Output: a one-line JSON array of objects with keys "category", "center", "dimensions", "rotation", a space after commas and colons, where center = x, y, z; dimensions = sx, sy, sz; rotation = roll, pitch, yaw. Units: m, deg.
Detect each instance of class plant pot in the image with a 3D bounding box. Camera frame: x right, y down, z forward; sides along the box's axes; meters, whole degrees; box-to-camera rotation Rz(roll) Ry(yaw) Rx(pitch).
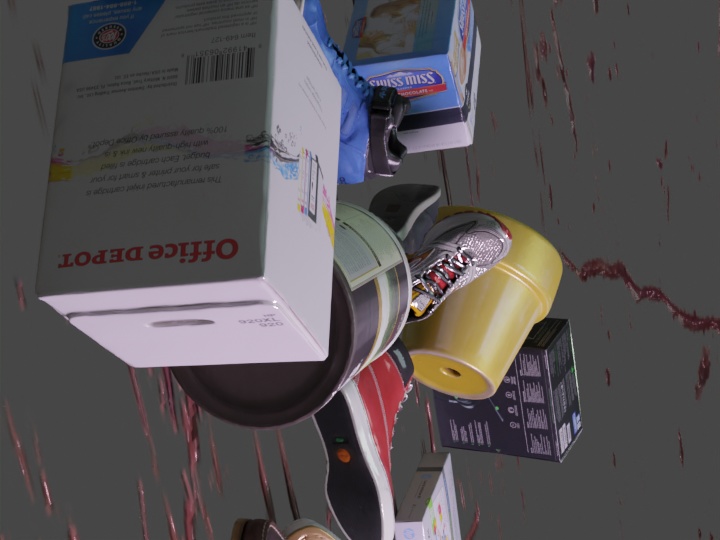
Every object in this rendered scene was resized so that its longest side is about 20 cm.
[{"category": "plant pot", "center": [0.137, 0.051, 1.646], "dimensions": [0.201, 0.198, 0.191], "rotation": [61, 44, -57]}]

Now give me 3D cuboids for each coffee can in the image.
[{"category": "coffee can", "center": [-0.050, 0.026, 0.998], "dimensions": [0.200, 0.144, 0.149], "rotation": [-29, 114, -74]}]

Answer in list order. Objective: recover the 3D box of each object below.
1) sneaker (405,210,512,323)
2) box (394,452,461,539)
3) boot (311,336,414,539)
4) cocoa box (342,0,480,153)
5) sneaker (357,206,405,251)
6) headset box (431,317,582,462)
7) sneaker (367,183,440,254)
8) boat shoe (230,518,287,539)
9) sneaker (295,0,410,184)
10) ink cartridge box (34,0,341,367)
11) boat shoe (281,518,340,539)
[{"category": "sneaker", "center": [0.079, 0.011, 1.387], "dimensions": [0.078, 0.199, 0.083], "rotation": [45, 27, -24]}, {"category": "box", "center": [0.088, 0.342, 1.640], "dimensions": [0.200, 0.041, 0.158], "rotation": [-48, 132, -68]}, {"category": "boot", "center": [0.022, 0.167, 1.304], "dimensions": [0.144, 0.072, 0.203], "rotation": [-35, 119, -51]}, {"category": "cocoa box", "center": [0.062, -0.251, 1.518], "dimensions": [0.201, 0.132, 0.132], "rotation": [-79, 158, -45]}, {"category": "sneaker", "center": [0.000, 0.000, 1.342], "dimensions": [0.080, 0.078, 0.200], "rotation": [-53, -166, 17]}, {"category": "headset box", "center": [0.192, 0.158, 1.797], "dimensions": [0.093, 0.198, 0.176], "rotation": [-40, 125, -51]}, {"category": "sneaker", "center": [0.046, -0.029, 1.542], "dimensions": [0.200, 0.074, 0.108], "rotation": [-49, 138, -57]}, {"category": "boat shoe", "center": [-0.052, 0.278, 1.073], "dimensions": [0.071, 0.069, 0.202], "rotation": [-75, 155, -48]}, {"category": "sneaker", "center": [-0.006, -0.185, 1.285], "dimensions": [0.077, 0.110, 0.203], "rotation": [-57, 140, -66]}, {"category": "ink cartridge box", "center": [-0.101, -0.055, 0.824], "dimensions": [0.145, 0.145, 0.203], "rotation": [54, 35, -63]}, {"category": "boat shoe", "center": [-0.026, 0.286, 1.184], "dimensions": [0.201, 0.070, 0.070], "rotation": [63, 1, -36]}]
